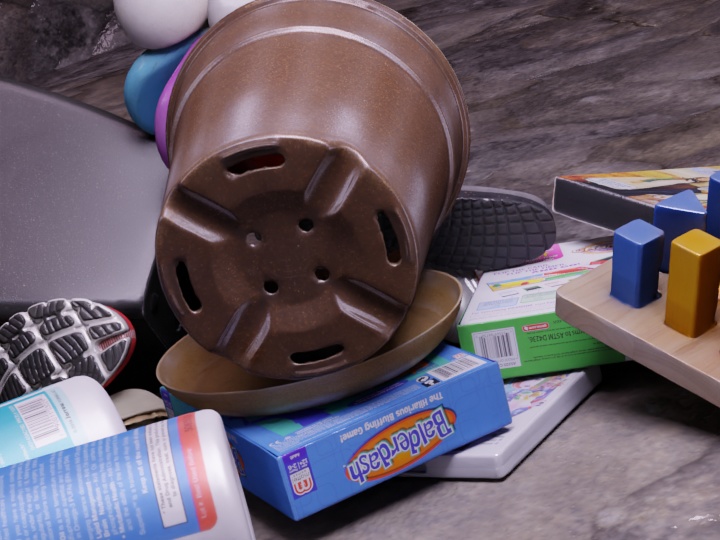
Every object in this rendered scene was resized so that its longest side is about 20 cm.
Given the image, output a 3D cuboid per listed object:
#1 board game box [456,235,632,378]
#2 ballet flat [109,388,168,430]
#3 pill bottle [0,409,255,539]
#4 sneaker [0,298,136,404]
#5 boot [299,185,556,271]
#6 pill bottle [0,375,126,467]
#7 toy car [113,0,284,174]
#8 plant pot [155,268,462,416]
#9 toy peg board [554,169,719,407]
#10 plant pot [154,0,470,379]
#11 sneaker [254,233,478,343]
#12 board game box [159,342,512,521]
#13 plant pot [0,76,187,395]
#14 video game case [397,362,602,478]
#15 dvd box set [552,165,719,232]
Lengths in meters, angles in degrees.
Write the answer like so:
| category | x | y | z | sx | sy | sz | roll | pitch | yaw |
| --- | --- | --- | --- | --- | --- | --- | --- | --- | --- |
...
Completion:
| category | x | y | z | sx | sy | sz | roll | pitch | yaw |
| --- | --- | --- | --- | --- | --- | --- | --- | --- | --- |
| board game box | 0.154 | 0.019 | 1.228 | 0.152 | 0.041 | 0.200 | -9 | 12 | 13 |
| ballet flat | -0.194 | 0.132 | 1.175 | 0.069 | 0.070 | 0.200 | 0 | 21 | 43 |
| pill bottle | -0.157 | 0.153 | 0.964 | 0.199 | 0.113 | 0.112 | -15 | 16 | -4 |
| sneaker | -0.224 | 0.079 | 1.257 | 0.200 | 0.077 | 0.085 | -34 | -14 | 27 |
| boot | 0.040 | -0.070 | 1.295 | 0.199 | 0.070 | 0.132 | 5 | 43 | -1 |
| pill bottle | -0.232 | 0.145 | 1.064 | 0.199 | 0.111 | 0.111 | -20 | 16 | -18 |
| toy car | -0.082 | -0.129 | 1.243 | 0.199 | 0.175 | 0.151 | 13 | 74 | 36 |
| plant pot | -0.029 | 0.047 | 1.134 | 0.199 | 0.028 | 0.200 | -14 | 16 | 4 |
| toy peg board | 0.254 | -0.011 | 1.059 | 0.200 | 0.098 | 0.199 | -25 | 40 | -34 |
| plant pot | -0.036 | -0.045 | 1.085 | 0.199 | 0.201 | 0.198 | -12 | 23 | 10 |
| sneaker | 0.000 | 0.000 | 1.319 | 0.200 | 0.076 | 0.092 | 37 | 48 | 28 |
| board game box | -0.021 | 0.084 | 1.130 | 0.152 | 0.045 | 0.200 | -22 | 17 | -21 |
| plant pot | -0.205 | -0.008 | 1.344 | 0.177 | 0.200 | 0.200 | 6 | 65 | 15 |
| video game case | 0.037 | 0.094 | 1.161 | 0.199 | 0.018 | 0.143 | -3 | 19 | 35 |
| dvd box set | 0.260 | -0.047 | 1.295 | 0.199 | 0.030 | 0.146 | -5 | 16 | -31 |
